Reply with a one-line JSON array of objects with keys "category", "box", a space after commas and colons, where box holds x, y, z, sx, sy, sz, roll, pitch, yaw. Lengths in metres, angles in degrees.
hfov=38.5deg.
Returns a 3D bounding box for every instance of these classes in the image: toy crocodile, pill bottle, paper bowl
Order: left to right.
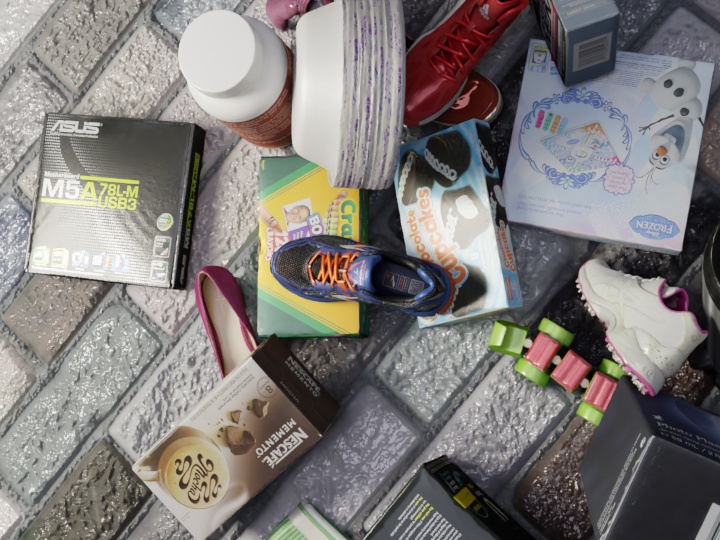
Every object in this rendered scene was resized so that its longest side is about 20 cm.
[{"category": "pill bottle", "box": [-0.121, -0.207, 1.120, 0.110, 0.200, 0.114, -1, 84, 12]}, {"category": "paper bowl", "box": [-0.016, -0.185, 1.042, 0.102, 0.201, 0.204, 2, 84, -6]}, {"category": "toy crocodile", "box": [0.225, 0.109, 1.077, 0.199, 0.062, 0.068, 33, 92, 14]}]

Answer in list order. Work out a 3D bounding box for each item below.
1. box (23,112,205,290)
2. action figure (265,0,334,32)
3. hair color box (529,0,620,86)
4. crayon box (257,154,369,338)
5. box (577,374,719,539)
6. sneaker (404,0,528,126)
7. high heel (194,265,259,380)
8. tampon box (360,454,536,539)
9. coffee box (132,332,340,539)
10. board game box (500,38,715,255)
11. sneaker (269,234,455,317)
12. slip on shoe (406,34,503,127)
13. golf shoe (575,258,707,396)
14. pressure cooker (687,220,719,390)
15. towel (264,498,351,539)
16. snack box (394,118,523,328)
[{"category": "box", "box": [-0.291, -0.083, 1.225, 0.197, 0.047, 0.197, 6, 88, 13]}, {"category": "action figure", "box": [-0.062, -0.344, 1.157, 0.133, 0.149, 0.202, -31, 64, 2]}, {"category": "hair color box", "box": [0.207, -0.308, 1.081, 0.060, 0.099, 0.203, -17, 65, 3]}, {"category": "crayon box", "box": [-0.051, -0.026, 1.156, 0.117, 0.058, 0.204, -2, 83, 12]}, {"category": "box", "box": [0.318, 0.207, 0.948, 0.197, 0.198, 0.125, 23, 101, 2]}, {"category": "sneaker", "box": [0.103, -0.244, 1.068, 0.078, 0.116, 0.201, 37, 82, 0]}, {"category": "high heel", "box": [-0.138, 0.093, 1.144, 0.066, 0.096, 0.203, -12, 81, 11]}, {"category": "tampon box", "box": [0.109, 0.303, 1.036, 0.199, 0.150, 0.127, 41, 94, 13]}, {"category": "coffee box", "box": [-0.132, 0.180, 1.108, 0.200, 0.080, 0.113, -42, 92, 19]}, {"category": "board game box", "box": [0.260, -0.133, 1.105, 0.197, 0.043, 0.202, 11, 85, 14]}, {"category": "sneaker", "box": [0.000, 0.000, 1.073, 0.196, 0.078, 0.077, 6, 84, 9]}, {"category": "slip on shoe", "box": [0.066, -0.218, 1.150, 0.198, 0.061, 0.075, 30, 89, 13]}, {"category": "golf shoe", "box": [0.277, 0.038, 1.018, 0.091, 0.201, 0.075, -41, 118, 16]}, {"category": "pressure cooker", "box": [0.409, 0.043, 0.980, 0.175, 0.201, 0.179, 29, 68, 34]}, {"category": "towel", "box": [-0.071, 0.374, 1.136, 0.152, 0.023, 0.201, 39, 94, 15]}, {"category": "snack box", "box": [0.101, -0.048, 1.113, 0.115, 0.037, 0.203, -16, 79, 37]}]
